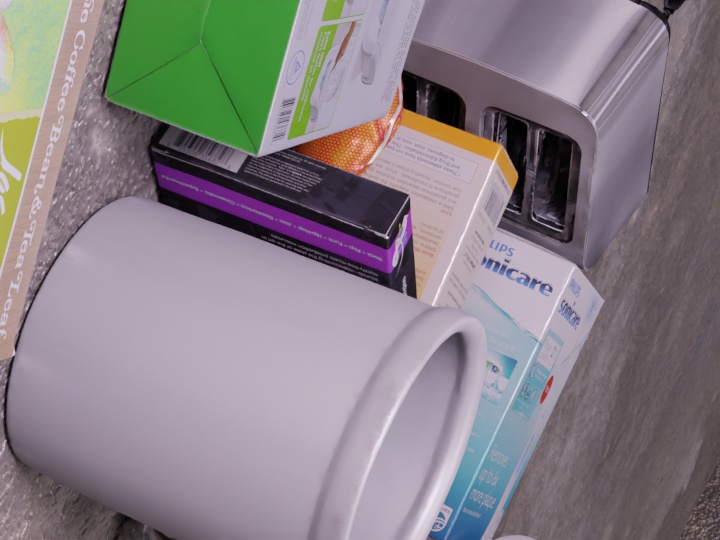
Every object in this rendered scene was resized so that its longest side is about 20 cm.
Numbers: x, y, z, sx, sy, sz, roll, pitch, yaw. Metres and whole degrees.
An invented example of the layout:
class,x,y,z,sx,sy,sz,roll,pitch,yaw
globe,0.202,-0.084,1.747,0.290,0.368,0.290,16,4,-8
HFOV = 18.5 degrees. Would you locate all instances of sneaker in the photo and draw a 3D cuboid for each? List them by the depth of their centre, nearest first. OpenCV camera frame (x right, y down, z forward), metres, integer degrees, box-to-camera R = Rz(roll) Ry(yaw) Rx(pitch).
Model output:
class,x,y,z,sx,sy,sz,roll,pitch,yaw
sneaker,-0.005,-0.144,1.310,0.077,0.073,0.201,11,97,-50

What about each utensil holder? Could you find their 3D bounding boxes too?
class,x,y,z,sx,sy,sz,roll,pitch,yaw
utensil holder,-0.059,0.066,1.147,0.170,0.199,0.170,-56,159,-34

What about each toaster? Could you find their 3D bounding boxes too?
class,x,y,z,sx,sy,sz,roll,pitch,yaw
toaster,0.102,-0.115,1.442,0.119,0.180,0.200,-54,159,-34

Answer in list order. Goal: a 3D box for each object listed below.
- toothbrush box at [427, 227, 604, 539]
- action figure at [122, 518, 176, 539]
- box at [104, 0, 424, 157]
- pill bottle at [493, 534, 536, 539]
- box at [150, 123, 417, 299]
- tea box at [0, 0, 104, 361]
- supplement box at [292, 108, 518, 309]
class,x,y,z,sx,sy,sz,roll,pitch,yaw
toothbrush box,0.077,0.080,1.471,0.201,0.085,0.146,-65,163,-5
action figure,-0.089,0.147,1.291,0.102,0.200,0.119,-29,-176,-4
box,-0.028,-0.174,1.128,0.176,0.096,0.201,-28,136,-65
pill bottle,0.164,0.354,2.280,0.114,0.114,0.200,-60,161,-23
box,-0.037,0.003,1.233,0.036,0.143,0.200,-59,161,-30
tea box,-0.204,-0.054,0.577,0.197,0.199,0.134,-20,129,-66
supplement box,0.000,0.000,1.367,0.201,0.126,0.074,-65,164,-7
